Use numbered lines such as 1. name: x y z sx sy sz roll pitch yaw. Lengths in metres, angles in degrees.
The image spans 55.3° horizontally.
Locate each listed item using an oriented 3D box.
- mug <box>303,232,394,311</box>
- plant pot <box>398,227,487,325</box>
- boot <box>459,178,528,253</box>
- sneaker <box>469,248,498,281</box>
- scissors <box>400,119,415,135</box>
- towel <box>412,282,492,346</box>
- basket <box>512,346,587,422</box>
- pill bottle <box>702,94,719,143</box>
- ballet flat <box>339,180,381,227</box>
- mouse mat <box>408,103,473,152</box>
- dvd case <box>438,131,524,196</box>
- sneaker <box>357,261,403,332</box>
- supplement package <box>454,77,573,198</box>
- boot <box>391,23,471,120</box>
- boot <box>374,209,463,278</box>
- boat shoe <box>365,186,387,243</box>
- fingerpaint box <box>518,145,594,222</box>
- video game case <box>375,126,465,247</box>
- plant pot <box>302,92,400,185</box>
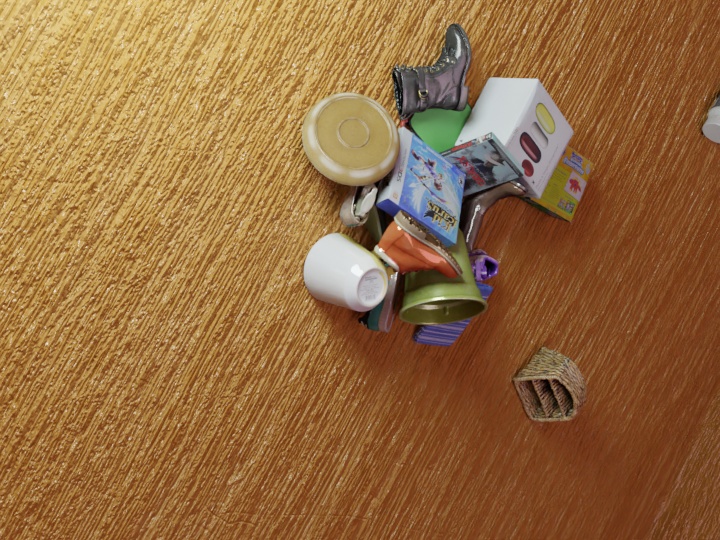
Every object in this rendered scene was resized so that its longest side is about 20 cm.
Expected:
1. mug: -0.008 -0.001 1.428 0.187 0.152 0.150 -51 127 -11
2. plant pot: 0.175 0.005 1.534 0.198 0.199 0.188 13 64 -39
3. boot: 0.285 -0.118 1.594 0.064 0.186 0.203 28 86 -31
4. sneaker: 0.261 -0.002 1.676 0.197 0.088 0.082 -13 114 -32
5. scissors: 0.110 -0.234 1.527 0.073 0.014 0.203 -34 121 -26
6. towel: 0.227 0.105 1.687 0.143 0.024 0.201 11 122 -40
7. basket: 0.559 0.353 1.990 0.149 0.142 0.202 -41 125 -20
8. pill bottle: 1.188 -0.514 2.197 0.201 0.113 0.114 -54 129 -10
9. ballet flat: 0.020 -0.180 1.370 0.067 0.067 0.204 17 92 -31
10. mouse mat: 0.197 -0.331 1.560 0.200 0.007 0.162 43 73 -37
11. dvd case: 0.243 -0.227 1.526 0.145 0.198 0.022 36 50 -39
12. sneaker: 0.047 0.035 1.536 0.072 0.078 0.203 62 40 -64
13. supplement package: 0.362 -0.310 1.603 0.199 0.146 0.194 35 79 -41
14. boot: 0.147 -0.424 1.459 0.171 0.069 0.204 -6 97 -24
15. boot: 0.119 -0.027 1.397 0.199 0.075 0.108 34 105 -25
16. boat shoe: 0.030 -0.158 1.455 0.060 0.071 0.204 -28 118 -22
17. fingerpaint box: 0.502 -0.240 1.789 0.198 0.073 0.170 18 95 -40
18. video game case: 0.133 -0.172 1.446 0.198 0.045 0.184 30 59 -29
19. plant pot: -0.015 -0.263 1.333 0.196 0.028 0.204 4 70 -11
